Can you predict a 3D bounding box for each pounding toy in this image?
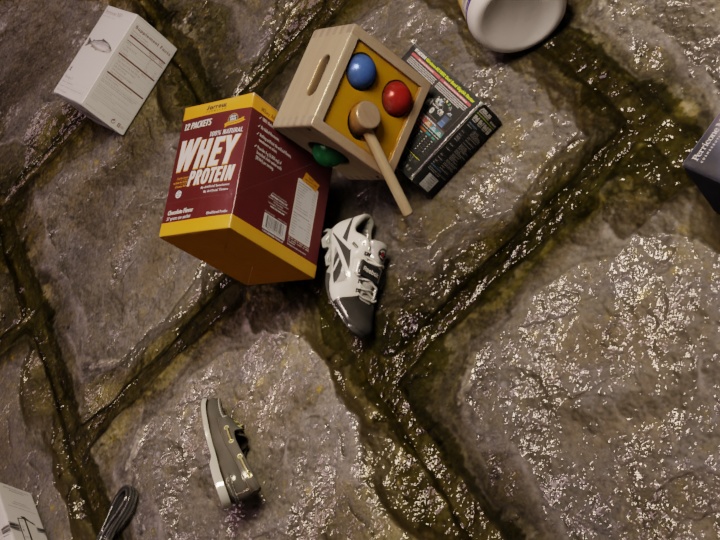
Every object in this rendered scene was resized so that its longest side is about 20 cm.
[{"bbox_3d":[0.003,-0.205,1.579,0.142,0.183,0.201,7,70,53],"label":"pounding toy"}]

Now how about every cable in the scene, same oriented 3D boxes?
[{"bbox_3d":[-0.381,0.423,1.703,0.097,0.050,0.201,-24,38,47],"label":"cable"}]

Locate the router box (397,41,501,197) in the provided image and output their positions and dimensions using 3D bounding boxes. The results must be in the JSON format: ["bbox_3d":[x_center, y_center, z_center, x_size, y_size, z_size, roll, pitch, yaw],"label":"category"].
[{"bbox_3d":[0.092,-0.224,1.670,0.150,0.062,0.200,-47,46,9],"label":"router box"}]

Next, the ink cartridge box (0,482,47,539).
[{"bbox_3d":[-0.565,0.458,1.782,0.146,0.084,0.200,-45,47,9],"label":"ink cartridge box"}]

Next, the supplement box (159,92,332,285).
[{"bbox_3d":[-0.157,-0.110,1.625,0.132,0.197,0.202,-6,66,35],"label":"supplement box"}]

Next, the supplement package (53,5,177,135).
[{"bbox_3d":[-0.466,-0.382,2.168,0.117,0.117,0.201,25,81,44],"label":"supplement package"}]

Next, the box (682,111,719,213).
[{"bbox_3d":[0.502,-0.134,1.253,0.201,0.123,0.198,-54,44,-1],"label":"box"}]

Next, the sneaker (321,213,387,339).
[{"bbox_3d":[0.000,0.000,1.606,0.088,0.074,0.201,-30,50,23],"label":"sneaker"}]

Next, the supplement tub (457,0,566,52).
[{"bbox_3d":[0.202,-0.430,1.646,0.145,0.145,0.201,-31,49,20],"label":"supplement tub"}]

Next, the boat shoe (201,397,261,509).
[{"bbox_3d":[-0.186,0.252,1.616,0.060,0.073,0.202,-17,38,-5],"label":"boat shoe"}]
